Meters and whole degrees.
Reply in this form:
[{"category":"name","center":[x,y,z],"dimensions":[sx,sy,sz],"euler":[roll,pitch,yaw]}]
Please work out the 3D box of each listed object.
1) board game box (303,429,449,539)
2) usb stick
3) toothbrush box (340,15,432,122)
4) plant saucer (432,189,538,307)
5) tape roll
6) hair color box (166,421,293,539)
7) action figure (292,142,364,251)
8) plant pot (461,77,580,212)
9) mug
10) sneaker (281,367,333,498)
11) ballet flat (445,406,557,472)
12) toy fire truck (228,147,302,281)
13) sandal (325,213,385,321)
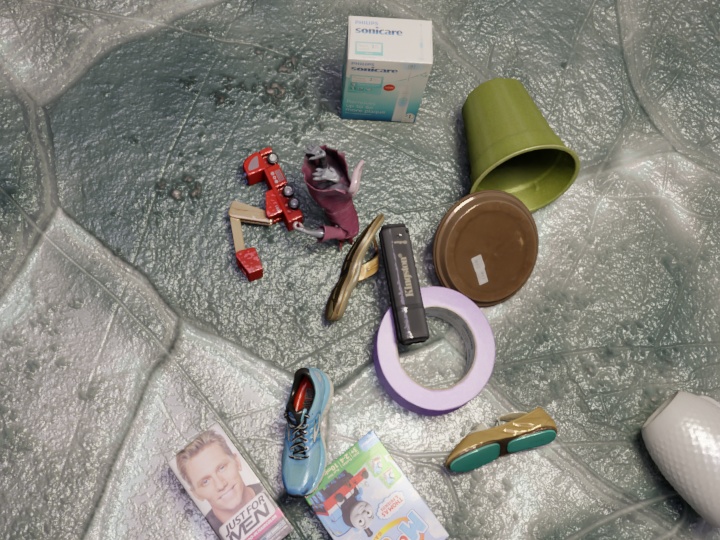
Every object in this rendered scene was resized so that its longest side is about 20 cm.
[{"category":"board game box","center":[0.020,0.378,1.176],"dimensions":[0.150,0.037,0.201],"euler":[-36,80,-15]},{"category":"usb stick","center":[0.070,0.021,1.228],"dimensions":[0.054,0.033,0.205],"euler":[-7,72,-9]},{"category":"toothbrush box","center":[0.041,-0.347,1.320],"dimensions":[0.142,0.200,0.087],"euler":[2,71,-5]},{"category":"plant saucer","center":[0.217,-0.034,1.277],"dimensions":[0.195,0.029,0.205],"euler":[-4,104,-14]},{"category":"tape roll","center":[0.120,0.133,1.248],"dimensions":[0.195,0.066,0.205],"euler":[2,73,-5]},{"category":"hair color box","center":[-0.198,0.345,1.153],"dimensions":[0.099,0.061,0.201],"euler":[-37,79,-15]},{"category":"action figure","center":[-0.032,-0.115,1.252],"dimensions":[0.146,0.202,0.136],"euler":[3,49,24]},{"category":"plant pot","center":[0.259,-0.226,1.327],"dimensions":[0.195,0.202,0.194],"euler":[-9,60,-8]},{"category":"mug","center":[0.558,0.278,1.217],"dimensions":[0.175,0.149,0.198],"euler":[45,43,16]},{"category":"sneaker","center":[-0.096,0.245,1.168],"dimensions":[0.076,0.090,0.205],"euler":[-4,66,18]},{"category":"ballet flat","center":[0.222,0.272,1.225],"dimensions":[0.195,0.070,0.064],"euler":[-13,46,-12]},{"category":"toy fire truck","center":[-0.175,-0.100,1.300],"dimensions":[0.139,0.049,0.203],"euler":[-24,77,-13]},{"category":"sandal","center":[0.000,0.000,1.276],"dimensions":[0.053,0.080,0.204],"euler":[26,73,-13]}]
